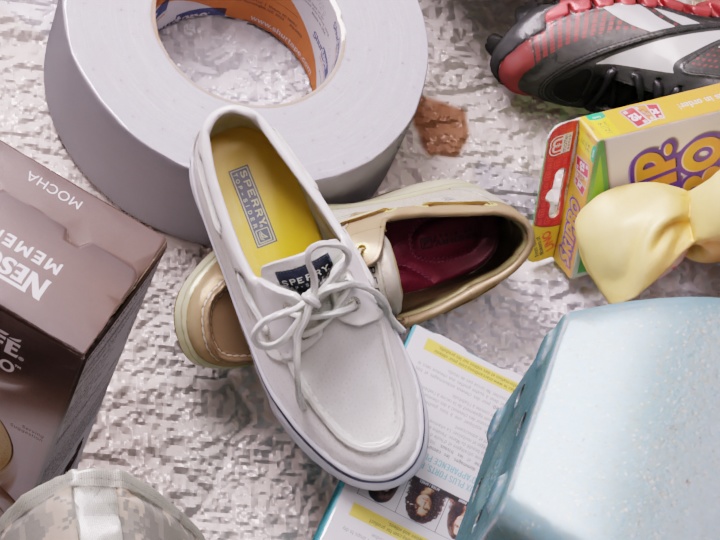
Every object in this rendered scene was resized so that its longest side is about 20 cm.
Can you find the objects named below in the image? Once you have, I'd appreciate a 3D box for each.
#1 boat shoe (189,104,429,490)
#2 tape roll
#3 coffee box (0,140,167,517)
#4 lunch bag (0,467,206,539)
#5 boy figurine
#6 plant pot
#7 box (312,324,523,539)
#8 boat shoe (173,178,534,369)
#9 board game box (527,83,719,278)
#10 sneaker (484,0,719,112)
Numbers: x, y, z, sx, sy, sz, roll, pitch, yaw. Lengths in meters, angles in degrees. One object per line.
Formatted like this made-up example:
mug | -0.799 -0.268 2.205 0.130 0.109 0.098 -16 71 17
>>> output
boat shoe | -0.024 0.008 1.278 0.074 0.086 0.203 -22 78 -6
tape roll | -0.066 -0.113 1.426 0.199 0.066 0.201 8 58 -13
coffee box | -0.174 0.038 1.218 0.113 0.200 0.080 30 51 3
lunch bag | -0.113 0.198 1.144 0.117 0.200 0.165 2 59 -15
boy figurine | 0.214 -0.026 1.400 0.199 0.124 0.065 -10 88 -9
plant pot | 0.152 0.125 1.247 0.199 0.196 0.197 23 57 -3
box | 0.023 0.130 1.316 0.082 0.049 0.200 26 56 -1
boat shoe | 0.000 0.000 1.363 0.199 0.066 0.074 -23 109 -27
board game box | 0.185 -0.056 1.450 0.199 0.096 0.030 -13 43 -22
sneaker | 0.170 -0.108 1.491 0.200 0.071 0.098 -1 58 -19
